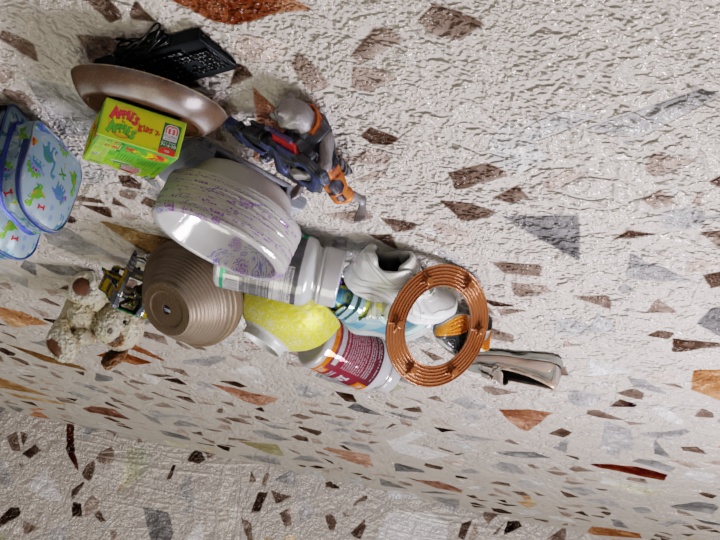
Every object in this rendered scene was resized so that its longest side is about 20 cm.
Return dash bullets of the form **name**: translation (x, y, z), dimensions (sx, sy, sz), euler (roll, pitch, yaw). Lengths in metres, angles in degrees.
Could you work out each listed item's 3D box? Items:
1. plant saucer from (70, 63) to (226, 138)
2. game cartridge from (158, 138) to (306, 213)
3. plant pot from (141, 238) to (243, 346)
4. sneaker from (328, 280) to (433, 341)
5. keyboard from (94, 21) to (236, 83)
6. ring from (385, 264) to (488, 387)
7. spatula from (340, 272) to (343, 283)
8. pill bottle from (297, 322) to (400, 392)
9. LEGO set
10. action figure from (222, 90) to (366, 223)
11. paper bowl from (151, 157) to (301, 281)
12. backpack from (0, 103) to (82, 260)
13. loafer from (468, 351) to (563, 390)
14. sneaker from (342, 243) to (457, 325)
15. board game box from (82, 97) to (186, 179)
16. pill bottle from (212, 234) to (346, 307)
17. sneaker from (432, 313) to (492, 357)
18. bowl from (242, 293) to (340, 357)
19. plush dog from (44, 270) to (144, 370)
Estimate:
- **plant saucer**: translation (-0.269, -0.206, 1.238), dimensions (0.198, 0.032, 0.200), euler (14, 172, 2)
- **game cartridge**: translation (-0.193, -0.124, 1.449), dimensions (0.199, 0.041, 0.133), euler (27, 158, -30)
- **plant pot**: translation (-0.309, 0.051, 1.703), dimensions (0.199, 0.093, 0.203), euler (11, 117, 23)
- **sneaker**: translation (0.026, 0.067, 1.721), dimensions (0.198, 0.080, 0.130), euler (-5, 153, 35)
- **keyboard**: translation (-0.252, -0.244, 1.191), dimensions (0.199, 0.040, 0.104), euler (-6, 151, 37)
- **ring**: translation (0.127, 0.091, 1.570), dimensions (0.199, 0.202, 0.019), euler (27, 176, -32)
- **spatula**: translation (0.000, 0.000, 1.644), dimensions (0.198, 0.021, 0.057), euler (-3, 145, 21)
- **pill bottle**: translation (-0.016, 0.168, 1.935), dimensions (0.199, 0.114, 0.113), euler (27, 154, -30)
- **LEGO set**: translation (-0.388, 0.025, 1.857), dimensions (0.199, 0.117, 0.154), euler (25, -175, -18)
- **action figure**: translation (-0.078, -0.159, 1.273), dimensions (0.199, 0.105, 0.194), euler (36, 163, 29)
- **paper bowl**: translation (-0.175, -0.077, 1.341), dimensions (0.199, 0.105, 0.201), euler (22, 163, 7)
- **backpack**: translation (-0.505, -0.118, 1.415), dimensions (0.145, 0.202, 0.183), euler (5, 156, 18)
- **loafer**: translation (0.289, 0.194, 1.893), dimensions (0.198, 0.063, 0.072), euler (-2, 154, 32)
- **sneaker**: translation (0.077, 0.019, 1.569), dimensions (0.198, 0.078, 0.100), euler (20, 131, -18)
- **board game box**: translation (-0.296, -0.166, 1.274), dimensions (0.101, 0.048, 0.200), euler (15, 172, -19)
- **pill bottle**: translation (-0.128, -0.008, 1.580), dimensions (0.198, 0.114, 0.113), euler (13, 158, -1)
- **sneaker**: translation (0.156, 0.110, 1.693), dimensions (0.091, 0.077, 0.200), euler (4, 177, 27)
- **bowl**: translation (-0.146, 0.086, 1.741), dimensions (0.199, 0.108, 0.200), euler (32, 164, 10)
- **plush dog**: translation (-0.532, 0.104, 2.038), dimensions (0.171, 0.201, 0.161), euler (26, -170, -7)
